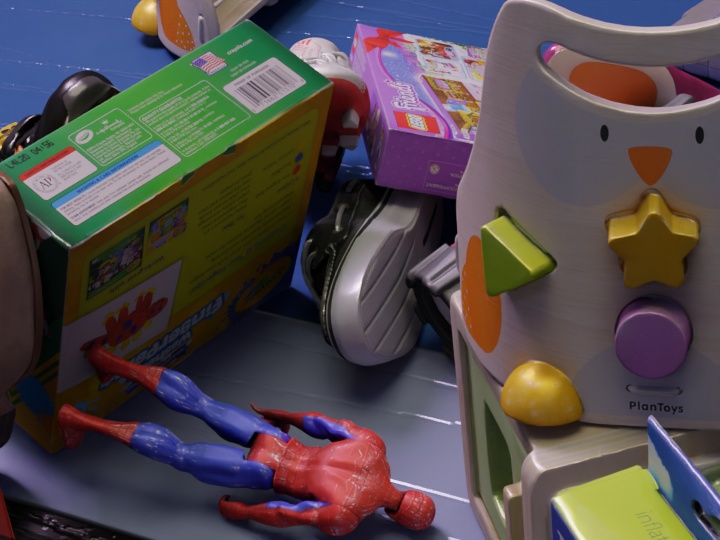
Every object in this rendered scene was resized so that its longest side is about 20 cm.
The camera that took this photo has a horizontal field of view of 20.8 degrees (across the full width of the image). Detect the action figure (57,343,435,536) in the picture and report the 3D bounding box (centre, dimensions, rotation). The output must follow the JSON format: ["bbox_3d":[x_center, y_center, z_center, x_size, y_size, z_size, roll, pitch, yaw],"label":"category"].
[{"bbox_3d":[-0.054,0.094,1.004,0.198,0.052,0.066,17,60,18],"label":"action figure"}]

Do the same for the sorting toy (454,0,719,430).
[{"bbox_3d":[0.123,-0.032,0.811,0.198,0.182,0.107,2,34,15],"label":"sorting toy"}]

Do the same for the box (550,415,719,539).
[{"bbox_3d":[0.116,0.170,0.720,0.047,0.202,0.122,-16,33,-13],"label":"box"}]

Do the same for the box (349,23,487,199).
[{"bbox_3d":[0.068,-0.096,1.231,0.135,0.039,0.200,10,23,-10],"label":"box"}]

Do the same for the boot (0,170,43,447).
[{"bbox_3d":[-0.236,0.056,0.973,0.146,0.202,0.070,-24,45,-39],"label":"boot"}]

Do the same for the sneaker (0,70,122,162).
[{"bbox_3d":[-0.182,-0.060,1.129,0.090,0.201,0.070,40,64,14],"label":"sneaker"}]

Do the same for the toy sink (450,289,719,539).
[{"bbox_3d":[0.117,0.103,0.891,0.111,0.131,0.200,-13,34,-9],"label":"toy sink"}]

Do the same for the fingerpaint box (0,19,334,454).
[{"bbox_3d":[-0.117,-0.021,1.082,0.073,0.168,0.200,37,51,21],"label":"fingerpaint box"}]

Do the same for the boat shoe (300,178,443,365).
[{"bbox_3d":[0.000,0.000,1.142,0.070,0.073,0.200,-6,21,16],"label":"boat shoe"}]

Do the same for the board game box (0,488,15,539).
[{"bbox_3d":[-0.264,0.149,0.825,0.199,0.201,0.199,-25,37,-25],"label":"board game box"}]

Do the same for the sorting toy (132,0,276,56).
[{"bbox_3d":[-0.110,-0.283,1.469,0.106,0.182,0.200,11,36,26],"label":"sorting toy"}]

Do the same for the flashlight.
[{"bbox_3d":[0.120,-0.027,1.107,0.199,0.068,0.068,-37,75,-14],"label":"flashlight"}]

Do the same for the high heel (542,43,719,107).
[{"bbox_3d":[0.166,-0.110,1.193,0.199,0.068,0.096,15,25,-37],"label":"high heel"}]

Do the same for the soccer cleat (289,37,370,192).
[{"bbox_3d":[-0.030,-0.108,1.200,0.068,0.086,0.200,5,-11,-2],"label":"soccer cleat"}]

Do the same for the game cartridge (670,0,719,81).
[{"bbox_3d":[0.315,-0.180,1.379,0.129,0.039,0.199,19,41,40],"label":"game cartridge"}]
